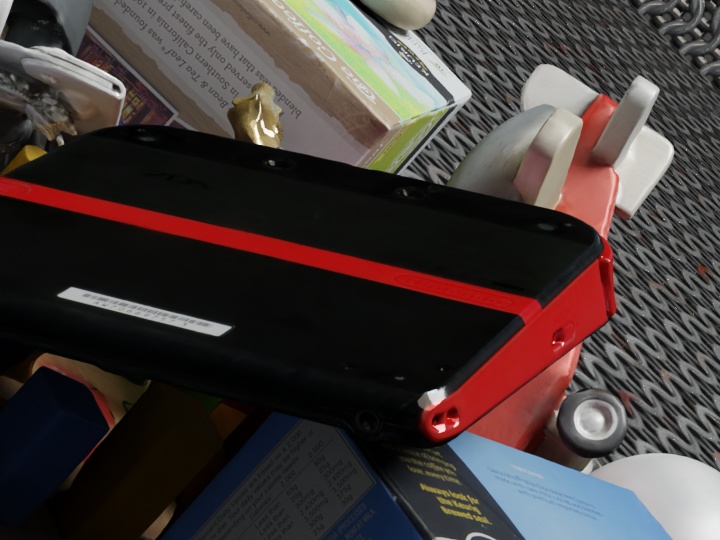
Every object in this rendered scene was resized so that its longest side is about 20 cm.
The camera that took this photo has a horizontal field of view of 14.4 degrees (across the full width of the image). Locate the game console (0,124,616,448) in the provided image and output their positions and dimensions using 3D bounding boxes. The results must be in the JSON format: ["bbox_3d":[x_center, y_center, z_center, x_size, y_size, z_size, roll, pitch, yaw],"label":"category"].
[{"bbox_3d":[-0.034,0.003,0.885,0.199,0.031,0.177,12,23,21],"label":"game console"}]

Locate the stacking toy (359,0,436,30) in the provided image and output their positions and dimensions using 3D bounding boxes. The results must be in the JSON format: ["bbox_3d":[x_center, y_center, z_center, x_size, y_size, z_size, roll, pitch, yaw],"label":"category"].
[{"bbox_3d":[0.060,-0.207,1.287,0.085,0.200,0.085,40,13,-11],"label":"stacking toy"}]

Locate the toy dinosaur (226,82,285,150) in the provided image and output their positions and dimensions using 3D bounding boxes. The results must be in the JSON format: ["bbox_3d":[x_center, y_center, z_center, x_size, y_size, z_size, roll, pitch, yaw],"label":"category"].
[{"bbox_3d":[0.000,0.000,1.041,0.200,0.058,0.101,39,-20,51],"label":"toy dinosaur"}]

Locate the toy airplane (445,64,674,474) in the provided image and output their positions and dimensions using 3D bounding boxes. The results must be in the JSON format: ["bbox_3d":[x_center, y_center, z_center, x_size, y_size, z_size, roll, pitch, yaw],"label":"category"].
[{"bbox_3d":[0.062,-0.008,1.293,0.140,0.201,0.199,14,23,1],"label":"toy airplane"}]

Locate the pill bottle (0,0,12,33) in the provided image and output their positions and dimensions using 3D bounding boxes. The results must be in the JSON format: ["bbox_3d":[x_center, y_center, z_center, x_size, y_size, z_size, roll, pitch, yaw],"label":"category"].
[{"bbox_3d":[-0.214,-0.113,0.915,0.199,0.113,0.112,20,22,-19],"label":"pill bottle"}]

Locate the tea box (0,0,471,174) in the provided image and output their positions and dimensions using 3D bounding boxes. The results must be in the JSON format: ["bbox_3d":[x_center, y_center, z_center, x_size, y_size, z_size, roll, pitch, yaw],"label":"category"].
[{"bbox_3d":[-0.078,-0.093,1.262,0.200,0.134,0.197,44,15,3],"label":"tea box"}]

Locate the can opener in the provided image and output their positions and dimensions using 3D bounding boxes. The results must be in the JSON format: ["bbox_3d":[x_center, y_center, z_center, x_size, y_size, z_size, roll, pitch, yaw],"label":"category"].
[{"bbox_3d":[-0.114,-0.063,1.075,0.052,0.067,0.200,21,-15,-3],"label":"can opener"}]

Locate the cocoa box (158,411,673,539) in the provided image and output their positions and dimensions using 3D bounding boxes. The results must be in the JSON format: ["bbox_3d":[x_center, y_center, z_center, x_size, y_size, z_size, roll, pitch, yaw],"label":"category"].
[{"bbox_3d":[0.030,0.138,0.894,0.200,0.133,0.131,23,23,-51],"label":"cocoa box"}]

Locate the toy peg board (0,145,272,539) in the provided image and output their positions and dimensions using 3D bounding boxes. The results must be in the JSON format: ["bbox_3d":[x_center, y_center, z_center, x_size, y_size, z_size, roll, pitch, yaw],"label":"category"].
[{"bbox_3d":[-0.085,0.028,0.975,0.199,0.098,0.200,29,20,-44],"label":"toy peg board"}]

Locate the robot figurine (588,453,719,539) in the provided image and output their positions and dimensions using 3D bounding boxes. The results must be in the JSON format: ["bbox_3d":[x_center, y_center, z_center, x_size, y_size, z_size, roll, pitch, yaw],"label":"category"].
[{"bbox_3d":[0.147,0.151,1.211,0.200,0.113,0.170,34,8,-31],"label":"robot figurine"}]
